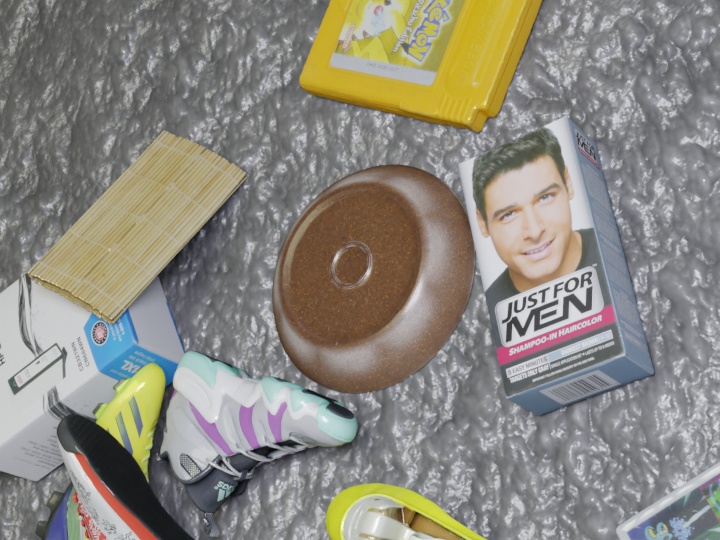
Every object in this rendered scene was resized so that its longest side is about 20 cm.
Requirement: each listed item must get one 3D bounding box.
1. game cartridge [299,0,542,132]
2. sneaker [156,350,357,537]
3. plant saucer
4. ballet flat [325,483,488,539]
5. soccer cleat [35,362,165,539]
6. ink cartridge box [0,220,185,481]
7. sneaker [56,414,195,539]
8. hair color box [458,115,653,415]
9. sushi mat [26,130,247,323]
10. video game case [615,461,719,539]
[{"bbox_3d":[0.057,-0.219,1.288,0.199,0.032,0.177,16,82,38],"label":"game cartridge"},{"bbox_3d":[-0.093,0.155,1.223,0.199,0.078,0.141,13,81,46],"label":"sneaker"},{"bbox_3d":[0.000,0.000,1.239,0.199,0.037,0.202,-12,66,29],"label":"plant saucer"},{"bbox_3d":[0.040,0.203,1.114,0.199,0.067,0.067,19,84,37],"label":"ballet flat"},{"bbox_3d":[-0.206,0.174,1.288,0.083,0.065,0.201,31,102,13],"label":"soccer cleat"},{"bbox_3d":[-0.271,0.075,1.361,0.200,0.084,0.146,-36,56,16],"label":"ink cartridge box"},{"bbox_3d":[-0.208,0.225,1.231,0.108,0.067,0.202,-42,87,18],"label":"sneaker"},{"bbox_3d":[0.145,-0.004,1.127,0.099,0.061,0.201,-23,60,25],"label":"hair color box"},{"bbox_3d":[-0.195,-0.042,1.327,0.095,0.012,0.200,28,58,19],"label":"sushi mat"},{"bbox_3d":[0.290,0.198,0.978,0.200,0.023,0.183,-37,56,18],"label":"video game case"}]
